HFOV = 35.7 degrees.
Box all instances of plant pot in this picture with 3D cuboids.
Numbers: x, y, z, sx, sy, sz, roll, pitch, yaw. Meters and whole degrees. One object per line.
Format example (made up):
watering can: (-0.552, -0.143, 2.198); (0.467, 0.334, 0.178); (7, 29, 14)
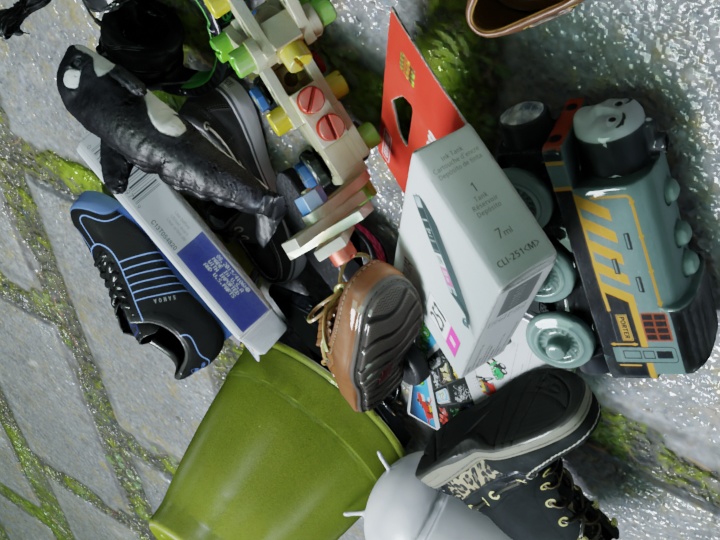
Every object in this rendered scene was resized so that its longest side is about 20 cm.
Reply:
plant pot: (-0.089, 0.202, 1.042); (0.199, 0.193, 0.201); (32, 156, 16)

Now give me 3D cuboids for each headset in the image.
headset: (-0.179, -0.186, 0.820); (0.198, 0.094, 0.124); (18, 140, 30)

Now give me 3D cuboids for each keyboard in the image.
keyboard: (-0.001, 0.083, 0.992); (0.104, 0.040, 0.201); (25, 156, 46)

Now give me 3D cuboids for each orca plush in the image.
orca plush: (-0.148, -0.076, 0.796); (0.199, 0.071, 0.105); (39, 173, -6)

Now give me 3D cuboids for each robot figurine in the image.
robot figurine: (0.087, 0.234, 0.983); (0.198, 0.171, 0.113); (28, -175, 1)

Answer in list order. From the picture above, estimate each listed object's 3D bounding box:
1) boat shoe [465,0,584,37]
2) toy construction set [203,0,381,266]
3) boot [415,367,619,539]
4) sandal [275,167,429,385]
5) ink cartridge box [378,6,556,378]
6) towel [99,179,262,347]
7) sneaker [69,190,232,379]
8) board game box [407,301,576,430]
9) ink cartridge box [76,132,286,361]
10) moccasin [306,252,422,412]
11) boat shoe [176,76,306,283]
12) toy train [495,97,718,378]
boat shoe: (0.121, -0.172, 0.546); (0.072, 0.068, 0.200); (47, 147, -8)
toy construction set: (-0.034, -0.105, 0.733); (0.131, 0.091, 0.202); (-163, 55, -79)
boot: (0.148, 0.158, 0.837); (0.153, 0.074, 0.203); (40, 146, -9)
sandal: (0.000, 0.000, 0.880); (0.201, 0.045, 0.075); (55, 166, -12)
ink cartridge box: (0.043, -0.038, 0.697); (0.175, 0.043, 0.200); (58, 169, 15)
towel: (-0.177, -0.016, 1.074); (0.199, 0.023, 0.144); (36, 147, 10)
sneaker: (-0.209, 0.014, 1.050); (0.200, 0.078, 0.070); (43, 147, -1)
board game box: (0.102, 0.076, 0.877); (0.125, 0.035, 0.201); (28, 144, 20)
ink cartridge box: (-0.139, -0.017, 0.931); (0.200, 0.041, 0.200); (49, 173, 6)
moccasin: (0.000, 0.038, 0.791); (0.078, 0.073, 0.202); (47, 170, 14)
boat shoe: (-0.100, -0.059, 0.906); (0.069, 0.066, 0.202); (18, 139, 32)
toy train: (0.149, -0.017, 0.689); (0.113, 0.085, 0.202); (-2, 125, 32)
